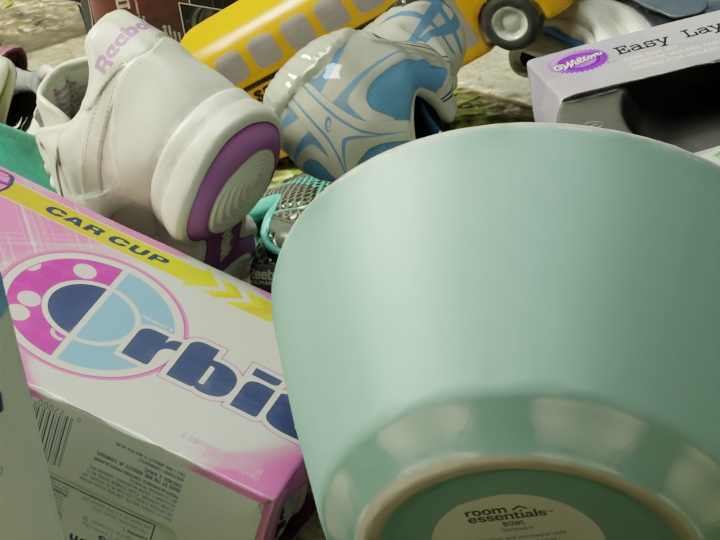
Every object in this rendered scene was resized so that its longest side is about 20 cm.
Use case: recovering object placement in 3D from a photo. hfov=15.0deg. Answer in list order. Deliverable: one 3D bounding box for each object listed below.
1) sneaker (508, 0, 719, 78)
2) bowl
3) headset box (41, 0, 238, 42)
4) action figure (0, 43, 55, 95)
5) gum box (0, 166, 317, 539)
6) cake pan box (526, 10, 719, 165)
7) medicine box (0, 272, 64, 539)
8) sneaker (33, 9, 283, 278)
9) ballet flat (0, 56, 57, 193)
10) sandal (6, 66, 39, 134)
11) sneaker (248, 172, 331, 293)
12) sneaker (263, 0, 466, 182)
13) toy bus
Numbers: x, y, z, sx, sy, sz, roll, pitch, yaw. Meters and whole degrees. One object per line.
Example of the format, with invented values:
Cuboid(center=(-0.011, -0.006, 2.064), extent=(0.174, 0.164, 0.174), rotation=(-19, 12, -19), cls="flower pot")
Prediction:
Cuboid(center=(0.143, -0.131, 1.344), extent=(0.145, 0.081, 0.200), rotation=(-5, 32, 1), cls="sneaker")
Cuboid(center=(0.062, 0.058, 0.913), extent=(0.199, 0.201, 0.105), rotation=(-3, 48, 13), cls="bowl")
Cuboid(center=(-0.080, -0.172, 1.507), extent=(0.199, 0.075, 0.149), rotation=(-13, 27, -6), cls="headset box")
Cuboid(center=(-0.222, -0.085, 1.297), extent=(0.201, 0.134, 0.149), rotation=(-60, 19, -8), cls="action figure")
Cuboid(center=(-0.098, 0.043, 1.027), extent=(0.199, 0.066, 0.114), rotation=(25, 35, 8), cls="gum box")
Cuboid(center=(0.176, -0.054, 1.061), extent=(0.199, 0.053, 0.184), rotation=(-14, 24, -7), cls="cake pan box")
Cuboid(center=(-0.194, 0.100, 0.870), extent=(0.181, 0.201, 0.103), rotation=(-24, 30, -26), cls="medicine box")
Cuboid(center=(-0.090, -0.035, 1.121), extent=(0.100, 0.200, 0.075), rotation=(43, 58, 10), cls="sneaker")
Cuboid(center=(-0.148, -0.056, 1.219), extent=(0.199, 0.071, 0.067), rotation=(19, -8, -9), cls="ballet flat")
Cuboid(center=(-0.146, -0.053, 1.319), extent=(0.200, 0.080, 0.057), rotation=(16, -9, 28), cls="sandal")
Cuboid(center=(0.000, 0.000, 1.155), extent=(0.091, 0.078, 0.200), rotation=(-18, 18, -8), cls="sneaker")
Cuboid(center=(0.012, -0.070, 1.150), extent=(0.072, 0.073, 0.200), rotation=(-40, 0, 18), cls="sneaker")
Cuboid(center=(0.009, -0.121, 1.320), extent=(0.199, 0.078, 0.065), rotation=(-27, 18, 26), cls="toy bus")
